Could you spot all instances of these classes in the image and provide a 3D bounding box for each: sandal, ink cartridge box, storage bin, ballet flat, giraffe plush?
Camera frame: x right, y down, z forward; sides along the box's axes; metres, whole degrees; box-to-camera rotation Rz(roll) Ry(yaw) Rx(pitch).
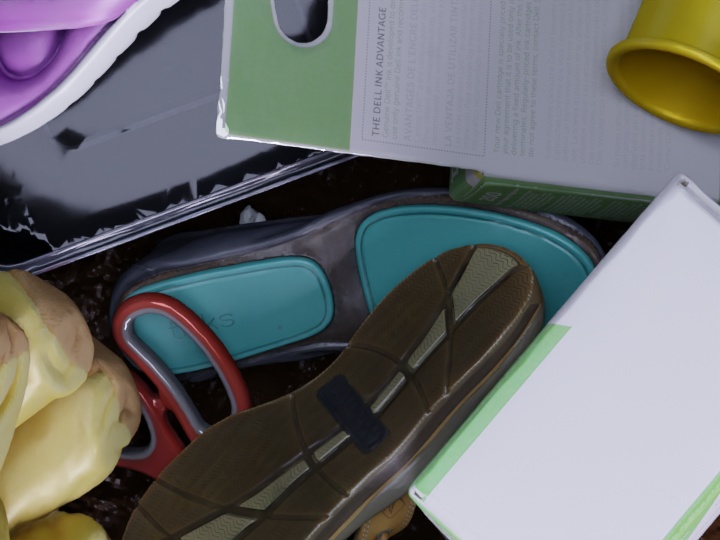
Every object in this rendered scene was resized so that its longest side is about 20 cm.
[{"bbox_3d":[-0.004,0.072,1.108,0.200,0.054,0.080,-41,45,5],"label":"sandal"},{"bbox_3d":[0.044,-0.100,1.097,0.199,0.048,0.147,6,76,-12],"label":"ink cartridge box"},{"bbox_3d":[-0.099,-0.119,1.053,0.202,0.050,0.083,-35,62,16],"label":"sandal"},{"bbox_3d":[-0.079,-0.090,1.151,0.199,0.094,0.136,-20,95,1],"label":"storage bin"},{"bbox_3d":[0.098,0.062,1.082,0.084,0.200,0.146,40,85,10],"label":"ink cartridge box"},{"bbox_3d":[0.000,0.000,1.157,0.199,0.073,0.074,-8,82,12],"label":"ballet flat"},{"bbox_3d":[-0.191,0.094,1.077,0.161,0.173,0.201,7,70,21],"label":"giraffe plush"}]

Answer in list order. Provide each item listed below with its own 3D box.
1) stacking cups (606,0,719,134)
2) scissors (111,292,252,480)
[{"bbox_3d":[0.154,-0.148,1.089,0.060,0.061,0.201,23,69,6],"label":"stacking cups"},{"bbox_3d":[-0.041,0.100,1.147,0.073,0.014,0.200,-37,94,14],"label":"scissors"}]
